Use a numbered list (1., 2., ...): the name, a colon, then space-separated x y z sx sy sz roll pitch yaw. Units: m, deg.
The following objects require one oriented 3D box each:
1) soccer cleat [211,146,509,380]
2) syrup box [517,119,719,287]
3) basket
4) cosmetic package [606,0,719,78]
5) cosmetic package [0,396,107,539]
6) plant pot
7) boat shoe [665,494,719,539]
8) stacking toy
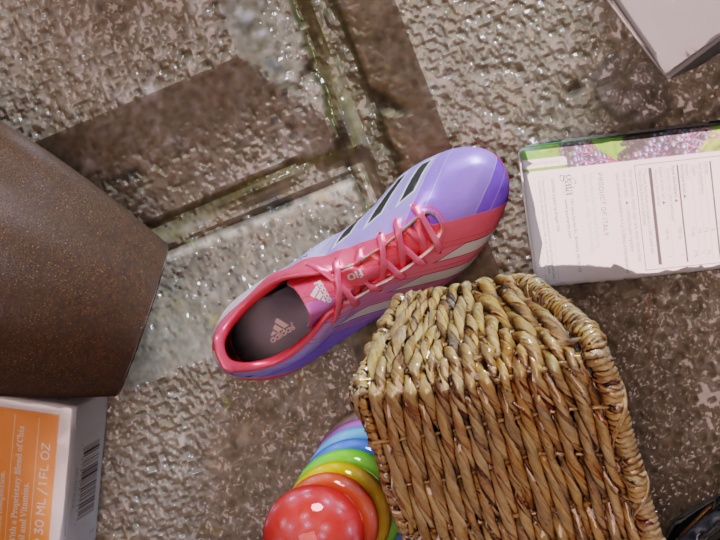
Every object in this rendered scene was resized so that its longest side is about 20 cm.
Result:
1. soccer cleat: 0.000 0.000 1.426 0.199 0.076 0.067 -33 89 13
2. syrup box: 0.193 -0.042 1.383 0.198 0.079 0.082 -7 94 12
3. basket: 0.102 0.102 1.372 0.148 0.143 0.201 -12 111 21
4. cosmetic package: 0.172 -0.168 1.313 0.090 0.200 0.107 -37 86 11
5. cosmetic package: -0.258 0.110 1.491 0.198 0.071 0.102 7 98 11
6. plant pot: -0.218 -0.003 1.430 0.199 0.187 0.188 20 100 -7
7. boat shoe: 0.257 0.131 1.383 0.199 0.091 0.071 -32 89 12
8. stacking toy: -0.006 0.134 1.377 0.085 0.200 0.086 2 98 12
